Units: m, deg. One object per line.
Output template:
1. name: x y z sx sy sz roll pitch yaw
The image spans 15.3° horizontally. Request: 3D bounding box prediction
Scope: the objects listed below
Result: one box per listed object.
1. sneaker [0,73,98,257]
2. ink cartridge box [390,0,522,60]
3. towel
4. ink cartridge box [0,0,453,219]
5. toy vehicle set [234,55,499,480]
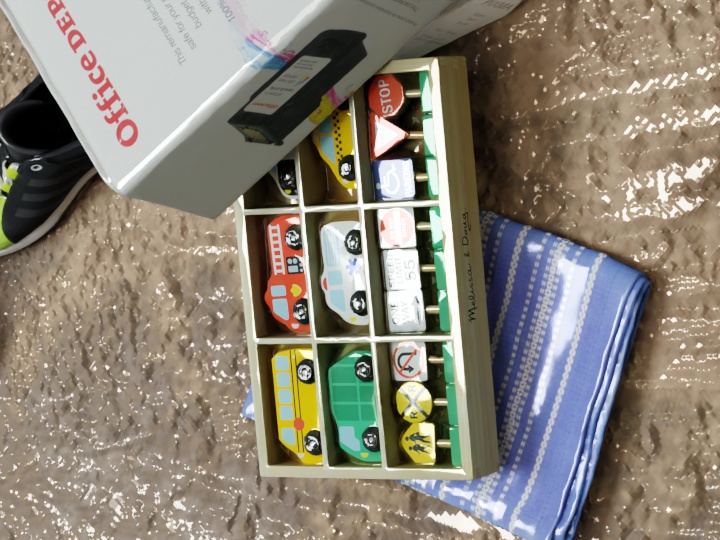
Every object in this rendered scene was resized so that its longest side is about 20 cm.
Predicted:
1. sneaker: -0.173 -0.072 1.399 0.200 0.083 0.072 -36 72 28
2. ink cartridge box: 0.056 -0.207 1.277 0.200 0.050 0.161 -23 78 28
3. towel: 0.038 0.039 1.302 0.200 0.024 0.145 21 101 30
4. ink cartridge box: -0.056 -0.144 1.253 0.200 0.083 0.146 -41 64 19
5. toy vehicle set: 0.000 0.000 1.287 0.124 0.026 0.200 -3 94 33
